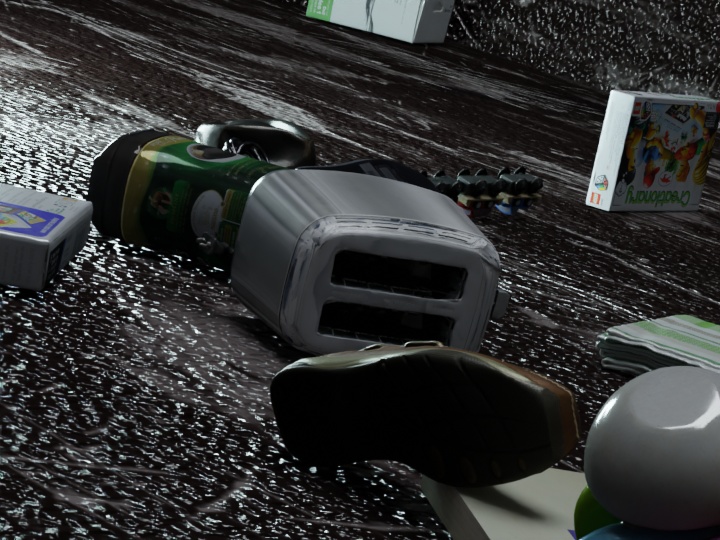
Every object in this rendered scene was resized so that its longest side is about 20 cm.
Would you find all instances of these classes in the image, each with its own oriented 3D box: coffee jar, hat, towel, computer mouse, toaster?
[{"bbox_3d":[-0.102,-0.045,1.850,0.200,0.086,0.104,17,14,18],"label":"coffee jar"},{"bbox_3d":[-0.087,-0.092,2.124,0.200,0.081,0.201,13,10,-2],"label":"hat"},{"bbox_3d":[0.277,0.073,1.859,0.149,0.031,0.200,20,11,24],"label":"towel"},{"bbox_3d":[-0.019,-0.050,2.034,0.200,0.053,0.139,-2,43,-39],"label":"computer mouse"},{"bbox_3d":[0.000,0.000,1.666,0.200,0.114,0.129,10,13,-23],"label":"toaster"}]

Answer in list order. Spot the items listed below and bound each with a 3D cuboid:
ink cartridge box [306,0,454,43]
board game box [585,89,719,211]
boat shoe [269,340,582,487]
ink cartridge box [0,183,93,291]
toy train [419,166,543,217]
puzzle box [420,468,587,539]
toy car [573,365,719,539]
[{"bbox_3d":[0.034,-0.434,4.030,0.200,0.085,0.146,17,12,22],"label":"ink cartridge box"},{"bbox_3d":[0.321,-0.129,2.669,0.035,0.127,0.200,19,13,34],"label":"board game box"},{"bbox_3d":[0.040,0.068,1.335,0.200,0.076,0.074,4,18,43],"label":"boat shoe"},{"bbox_3d":[-0.298,-0.038,1.701,0.199,0.044,0.198,13,10,0],"label":"ink cartridge box"},{"bbox_3d":[0.113,-0.073,2.357,0.034,0.046,0.200,34,23,32],"label":"toy train"},{"bbox_3d":[0.114,0.143,1.287,0.133,0.025,0.200,11,11,-12],"label":"puzzle box"},{"bbox_3d":[0.157,0.152,1.024,0.200,0.175,0.150,21,50,36],"label":"toy car"}]
